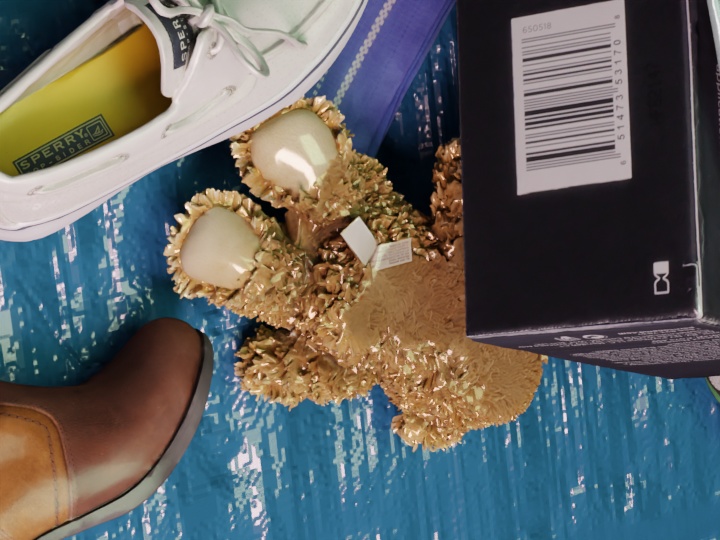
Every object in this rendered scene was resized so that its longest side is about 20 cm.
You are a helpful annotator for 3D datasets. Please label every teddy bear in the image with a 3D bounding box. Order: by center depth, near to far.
[{"bbox_3d":[0.000,0.000,1.267,0.199,0.067,0.146,14,97,-36],"label":"teddy bear"}]

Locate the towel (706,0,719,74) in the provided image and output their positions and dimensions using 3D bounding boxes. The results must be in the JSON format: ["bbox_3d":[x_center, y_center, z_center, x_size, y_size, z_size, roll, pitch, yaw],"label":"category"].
[{"bbox_3d":[0.205,-0.104,1.209,0.171,0.048,0.201,-37,125,-46],"label":"towel"}]

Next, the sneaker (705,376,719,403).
[{"bbox_3d":[0.241,-0.006,1.444,0.200,0.078,0.085,-50,121,-21],"label":"sneaker"}]

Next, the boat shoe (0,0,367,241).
[{"bbox_3d":[-0.075,-0.090,1.158,0.201,0.086,0.075,-32,81,-16],"label":"boat shoe"}]

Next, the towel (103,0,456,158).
[{"bbox_3d":[-0.038,-0.144,1.250,0.200,0.024,0.145,39,72,-33],"label":"towel"}]

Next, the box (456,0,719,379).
[{"bbox_3d":[0.139,-0.060,1.278,0.200,0.117,0.198,13,74,-56],"label":"box"}]

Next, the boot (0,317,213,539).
[{"bbox_3d":[-0.172,0.033,1.164,0.188,0.068,0.200,-47,110,-19],"label":"boot"}]
